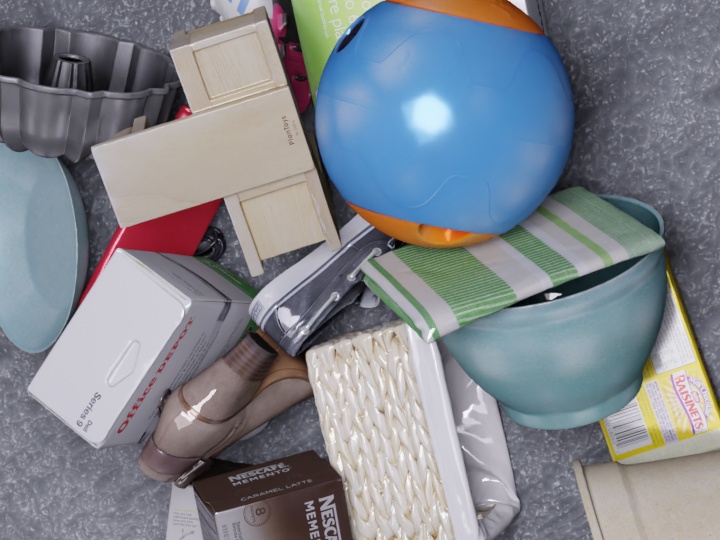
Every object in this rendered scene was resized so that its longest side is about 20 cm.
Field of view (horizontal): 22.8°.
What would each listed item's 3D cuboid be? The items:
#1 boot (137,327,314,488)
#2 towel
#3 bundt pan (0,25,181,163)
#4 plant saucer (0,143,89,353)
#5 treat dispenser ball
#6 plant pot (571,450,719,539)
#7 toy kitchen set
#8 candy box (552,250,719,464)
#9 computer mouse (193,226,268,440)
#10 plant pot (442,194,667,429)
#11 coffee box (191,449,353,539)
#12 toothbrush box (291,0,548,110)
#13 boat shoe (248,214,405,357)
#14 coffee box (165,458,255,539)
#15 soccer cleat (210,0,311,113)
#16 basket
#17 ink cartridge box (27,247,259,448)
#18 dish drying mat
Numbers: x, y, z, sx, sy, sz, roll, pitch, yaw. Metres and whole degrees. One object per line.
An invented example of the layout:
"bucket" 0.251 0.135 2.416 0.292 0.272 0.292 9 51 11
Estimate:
"boot" -0.110 0.121 1.511 0.070 0.200 0.146 43 97 23
"towel" 0.113 -0.008 1.378 0.199 0.153 0.024 -20 113 -12
"bundt pan" -0.256 -0.150 1.556 0.200 0.202 0.076 16 111 14
"plant saucer" -0.288 -0.027 1.618 0.200 0.038 0.203 6 98 54
"treat dispenser ball" 0.064 -0.118 1.370 0.199 0.201 0.203 1 95 16
"plant pot" 0.287 0.224 1.440 0.182 0.200 0.202 -18 90 5
"toy kitchen set" -0.126 -0.114 1.472 0.162 0.181 0.201 -17 115 2
"candy box" 0.235 0.067 1.512 0.101 0.026 0.202 -19 89 16
"computer mouse" -0.138 0.061 1.615 0.109 0.044 0.201 -28 81 12
"plant pot" 0.157 0.042 1.434 0.199 0.201 0.135 -8 114 17
"coffee box" -0.062 0.266 1.494 0.113 0.080 0.202 -13 106 -16
"toothbrush box" 0.054 -0.197 1.513 0.198 0.086 0.147 -11 92 16
"boat shoe" 0.000 0.000 1.512 0.200 0.072 0.068 -37 72 -26
"coffee box" -0.125 0.280 1.592 0.079 0.113 0.202 9 98 15
"soccer cleat" -0.093 -0.229 1.570 0.086 0.070 0.202 -11 89 33
"basket" 0.045 0.135 1.521 0.122 0.135 0.202 -12 92 21
"ink cartridge box" -0.171 0.064 1.497 0.084 0.200 0.147 35 97 15
"dish drying mat" -0.173 -0.042 1.577 0.076 0.018 0.201 27 92 -32
